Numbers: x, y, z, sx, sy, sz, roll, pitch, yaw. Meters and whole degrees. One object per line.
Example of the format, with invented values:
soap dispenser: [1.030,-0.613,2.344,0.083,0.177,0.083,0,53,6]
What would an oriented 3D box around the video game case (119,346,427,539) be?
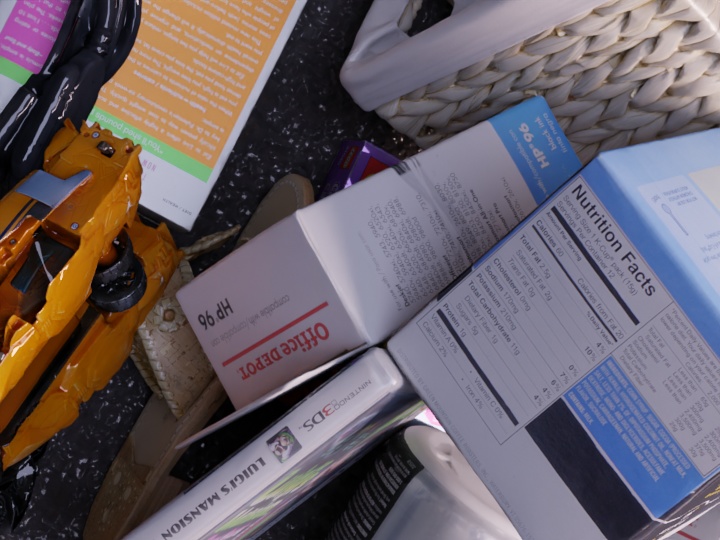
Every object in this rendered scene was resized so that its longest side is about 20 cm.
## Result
video game case: [-0.044,0.099,0.992,0.182,0.200,0.023,-38,81,5]

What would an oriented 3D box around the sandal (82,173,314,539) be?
sandal: [-0.097,0.038,1.053,0.069,0.078,0.212,26,89,-26]

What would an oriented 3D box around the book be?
book: [-0.098,-0.138,1.060,0.133,0.048,0.201,29,82,-16]

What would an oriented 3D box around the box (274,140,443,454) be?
box: [0.049,0.038,1.127,0.199,0.039,0.137,28,84,-20]

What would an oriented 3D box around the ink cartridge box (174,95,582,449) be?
ink cartridge box: [0.000,0.000,0.982,0.200,0.116,0.068,-27,87,-38]

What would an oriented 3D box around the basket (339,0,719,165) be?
basket: [0.111,-0.127,1.044,0.123,0.200,0.136,43,50,-22]

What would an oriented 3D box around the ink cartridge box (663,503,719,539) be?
ink cartridge box: [0.173,0.152,1.115,0.200,0.116,0.067,32,84,-35]

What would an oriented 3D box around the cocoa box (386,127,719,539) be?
cocoa box: [0.134,0.029,0.936,0.131,0.200,0.134,-43,76,28]

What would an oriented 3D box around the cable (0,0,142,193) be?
cable: [-0.188,-0.122,1.007,0.163,0.051,0.201,24,85,6]

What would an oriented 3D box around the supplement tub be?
supplement tub: [0.017,0.188,1.066,0.122,0.123,0.200,28,101,-20]

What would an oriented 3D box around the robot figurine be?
robot figurine: [-0.157,0.038,0.964,0.058,0.145,0.200,27,67,23]
